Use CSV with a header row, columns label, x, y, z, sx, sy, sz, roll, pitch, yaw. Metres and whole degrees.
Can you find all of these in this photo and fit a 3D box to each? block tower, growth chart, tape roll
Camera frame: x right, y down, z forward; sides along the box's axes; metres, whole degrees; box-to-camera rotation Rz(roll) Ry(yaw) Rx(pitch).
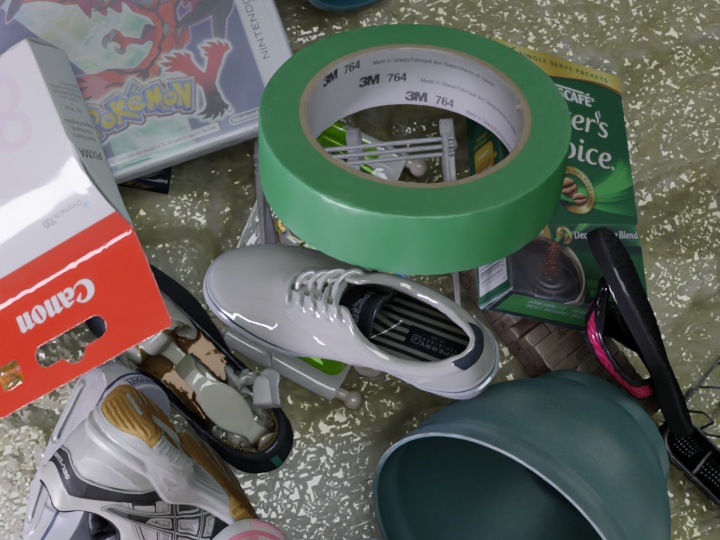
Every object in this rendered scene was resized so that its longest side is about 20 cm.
label,x,y,z,sx,sy,sz,roll,pitch,yaw
block tower,0.131,0.035,0.978,0.054,0.058,0.201,-36,86,-13
growth chart,-0.026,-0.013,0.979,0.143,0.018,0.202,19,80,-5
tape roll,0.034,-0.083,0.861,0.198,0.049,0.202,2,43,-2

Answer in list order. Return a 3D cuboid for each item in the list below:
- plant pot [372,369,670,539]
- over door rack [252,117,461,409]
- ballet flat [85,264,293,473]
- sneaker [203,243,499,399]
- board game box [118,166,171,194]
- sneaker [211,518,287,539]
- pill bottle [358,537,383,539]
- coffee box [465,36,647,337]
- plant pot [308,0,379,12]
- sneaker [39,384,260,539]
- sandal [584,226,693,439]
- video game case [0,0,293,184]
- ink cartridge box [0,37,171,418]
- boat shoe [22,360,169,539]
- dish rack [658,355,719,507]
label,x,y,z,sx,sy,sz,roll,pitch,yaw
plant pot,0.126,0.152,0.902,0.201,0.200,0.134,48,52,1
over door rack,0.000,0.000,0.916,0.146,0.067,0.202,-5,67,7
ballet flat,-0.122,0.060,0.925,0.200,0.073,0.073,45,77,0
sneaker,-0.009,0.020,0.833,0.198,0.071,0.074,14,70,15
board game box,-0.187,-0.166,0.968,0.134,0.035,0.203,9,80,-7
sneaker,-0.103,0.261,0.842,0.075,0.105,0.201,29,104,-28
pill bottle,-0.012,0.284,0.869,0.111,0.111,0.201,33,97,-2
coffee box,0.136,-0.060,0.956,0.122,0.044,0.202,13,61,-25
plant pot,-0.018,-0.322,0.949,0.199,0.200,0.188,-36,74,-13
sneaker,-0.132,0.149,0.870,0.087,0.200,0.076,-41,47,-2
sandal,0.176,0.051,0.884,0.045,0.201,0.076,-17,47,14
video game case,-0.154,-0.161,0.935,0.198,0.023,0.184,-19,83,-6
ink cartridge box,-0.229,-0.025,0.885,0.161,0.057,0.202,-27,76,22
boat shoe,-0.189,0.157,0.903,0.065,0.073,0.202,26,92,39
dish rack,0.324,0.104,0.996,0.153,0.055,0.200,42,79,-1
